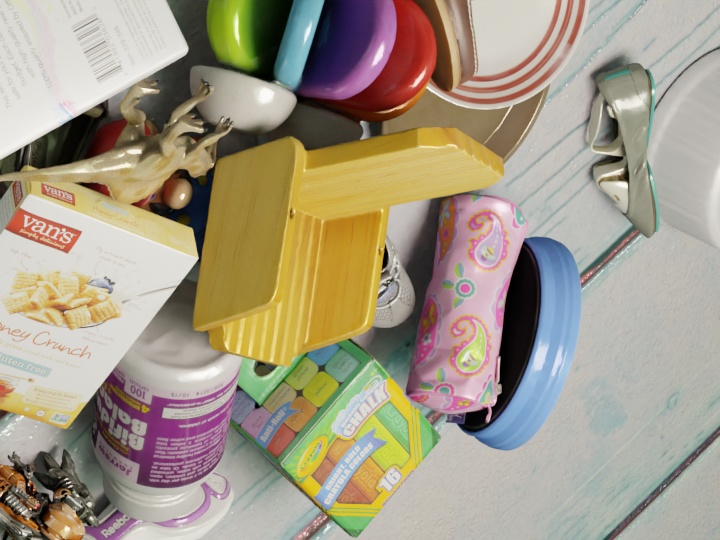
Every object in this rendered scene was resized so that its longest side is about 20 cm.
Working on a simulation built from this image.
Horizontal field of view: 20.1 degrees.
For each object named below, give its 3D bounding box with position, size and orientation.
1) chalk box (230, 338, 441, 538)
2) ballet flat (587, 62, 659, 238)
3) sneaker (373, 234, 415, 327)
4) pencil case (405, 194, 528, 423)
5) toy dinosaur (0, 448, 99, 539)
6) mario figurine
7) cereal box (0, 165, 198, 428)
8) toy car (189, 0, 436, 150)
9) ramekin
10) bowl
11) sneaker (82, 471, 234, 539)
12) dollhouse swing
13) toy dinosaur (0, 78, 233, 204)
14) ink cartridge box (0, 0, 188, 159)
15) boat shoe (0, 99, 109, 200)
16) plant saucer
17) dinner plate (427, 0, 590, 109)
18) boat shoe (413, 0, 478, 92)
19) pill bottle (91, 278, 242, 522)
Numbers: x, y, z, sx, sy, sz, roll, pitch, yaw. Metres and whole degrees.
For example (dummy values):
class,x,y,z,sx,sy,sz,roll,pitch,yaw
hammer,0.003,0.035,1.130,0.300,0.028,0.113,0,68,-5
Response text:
class,x,y,z,sx,sy,sz,roll,pitch,yaw
chalk box,-0.042,0.118,1.771,0.125,0.124,0.200,-49,141,-7
ballet flat,0.251,-0.112,1.959,0.063,0.067,0.201,-12,130,-5
sneaker,0.000,0.000,1.761,0.075,0.082,0.200,-49,141,-6
pencil case,0.096,0.033,1.822,0.087,0.087,0.201,26,71,-50
toy dinosaur,-0.257,0.210,1.608,0.102,0.136,0.200,-31,95,-5
mario figurine,-0.134,-0.050,1.565,0.106,0.124,0.200,-18,157,24
cereal box,-0.231,0.024,1.501,0.144,0.040,0.200,20,125,-30
toy car,-0.023,-0.174,1.539,0.200,0.150,0.176,21,85,-50
ramekin,0.379,-0.115,2.044,0.200,0.098,0.201,-25,133,-30
bowl,0.136,0.064,1.865,0.039,0.201,0.201,15,108,-20
sneaker,-0.200,0.235,1.758,0.200,0.075,0.100,-28,153,-28
dollhouse swing,0.001,-0.014,1.558,0.200,0.175,0.183,23,74,-68
toy dinosaur,-0.153,-0.082,1.427,0.200,0.058,0.101,-10,144,-46
ink cartridge box,-0.239,-0.166,1.364,0.200,0.086,0.148,-31,108,-23
boat shoe,-0.210,-0.128,1.473,0.073,0.065,0.201,2,115,-44
plant saucer,0.089,-0.159,1.778,0.200,0.029,0.201,-25,133,-30
dinner plate,0.104,-0.235,1.699,0.199,0.024,0.201,-4,100,-25
boat shoe,0.062,-0.244,1.622,0.070,0.070,0.201,-28,116,-22
pill bottle,-0.160,0.111,1.647,0.112,0.112,0.200,-23,144,-32
